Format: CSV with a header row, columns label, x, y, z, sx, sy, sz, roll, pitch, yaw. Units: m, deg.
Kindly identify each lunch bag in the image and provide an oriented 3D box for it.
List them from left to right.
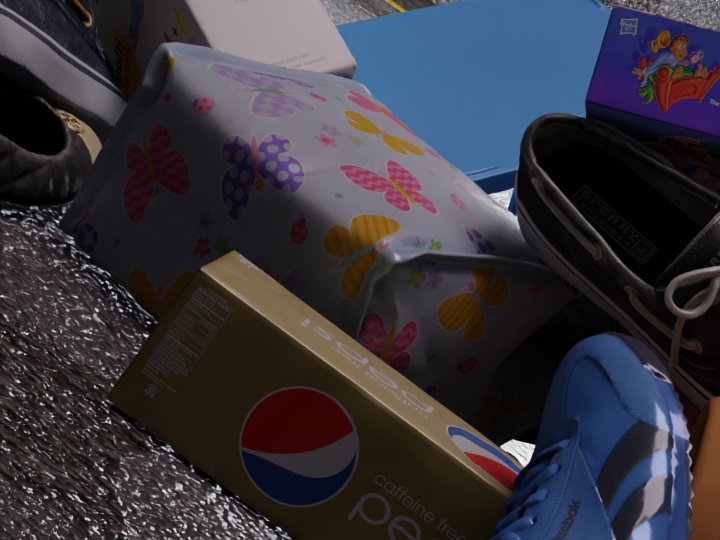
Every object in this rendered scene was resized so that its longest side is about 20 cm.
label,x,y,z,sx,sy,sz,roll,pitch,yaw
lunch bag,0.000,0.000,1.264,0.170,0.127,0.200,42,23,32

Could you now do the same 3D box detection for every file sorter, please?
label,x,y,z,sx,sy,sz,roll,pitch,yaw
file sorter,0.067,-0.053,1.513,0.200,0.123,0.139,-14,43,-38

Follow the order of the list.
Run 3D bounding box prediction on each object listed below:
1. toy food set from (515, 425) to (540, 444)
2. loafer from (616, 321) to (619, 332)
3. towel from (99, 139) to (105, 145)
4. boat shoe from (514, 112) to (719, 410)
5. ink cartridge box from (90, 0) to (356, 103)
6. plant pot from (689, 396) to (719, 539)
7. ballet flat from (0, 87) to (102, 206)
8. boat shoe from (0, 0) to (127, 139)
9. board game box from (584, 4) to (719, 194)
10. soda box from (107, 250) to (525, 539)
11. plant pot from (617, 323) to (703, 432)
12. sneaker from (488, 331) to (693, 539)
label,x,y,z,sx,sy,sz,roll,pitch,yaw
toy food set,0.173,0.097,1.469,0.197,0.049,0.200,14,-12,29
loafer,0.090,0.022,1.391,0.199,0.073,0.071,-3,6,-9
towel,-0.101,-0.073,1.555,0.144,0.023,0.200,42,11,34
boat shoe,0.144,0.004,1.169,0.199,0.074,0.068,44,-14,19
ink cartridge box,-0.088,-0.135,1.383,0.068,0.115,0.200,-17,65,-27
plant pot,0.173,0.134,1.086,0.140,0.201,0.200,20,9,5
ballet flat,-0.162,-0.068,1.217,0.066,0.057,0.200,38,10,26
boat shoe,-0.145,-0.120,1.306,0.071,0.091,0.200,7,-10,13
board game box,0.169,-0.046,1.262,0.134,0.045,0.200,16,-13,9
soda box,0.007,0.078,1.096,0.200,0.064,0.068,37,10,3
plant pot,0.228,0.085,1.261,0.200,0.178,0.201,-19,90,-80
sneaker,0.070,0.098,1.008,0.078,0.066,0.201,14,51,-14
